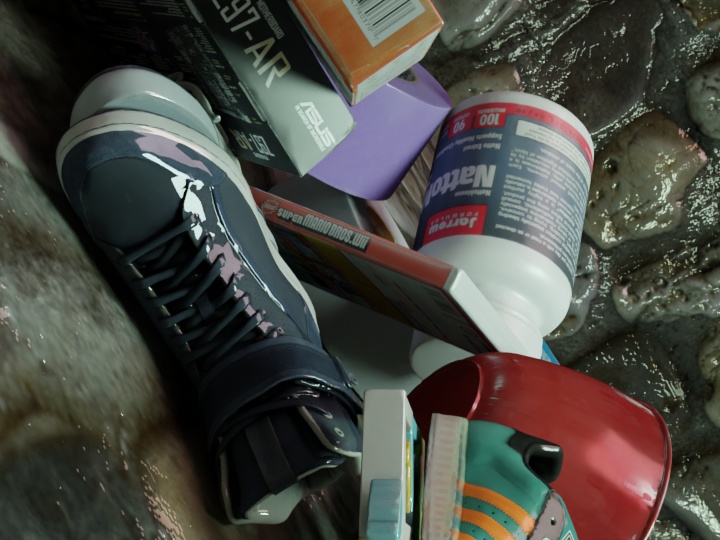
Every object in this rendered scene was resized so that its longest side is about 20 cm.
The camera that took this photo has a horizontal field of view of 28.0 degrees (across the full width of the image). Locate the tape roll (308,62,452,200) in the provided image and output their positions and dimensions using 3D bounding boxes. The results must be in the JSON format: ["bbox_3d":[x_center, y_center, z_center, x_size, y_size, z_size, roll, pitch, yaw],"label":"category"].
[{"bbox_3d":[-0.035,-0.145,1.065,0.199,0.085,0.200,32,16,-10],"label":"tape roll"}]

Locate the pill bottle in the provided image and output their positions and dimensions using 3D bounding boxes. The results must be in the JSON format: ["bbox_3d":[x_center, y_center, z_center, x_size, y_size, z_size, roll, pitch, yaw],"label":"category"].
[{"bbox_3d":[0.097,-0.016,1.034,0.120,0.118,0.202,52,43,-45],"label":"pill bottle"}]

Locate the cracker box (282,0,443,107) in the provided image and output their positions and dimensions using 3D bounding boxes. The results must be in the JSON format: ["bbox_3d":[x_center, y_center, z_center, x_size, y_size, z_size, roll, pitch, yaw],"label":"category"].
[{"bbox_3d":[-0.019,-0.160,0.750,0.135,0.057,0.200,57,1,-4],"label":"cracker box"}]

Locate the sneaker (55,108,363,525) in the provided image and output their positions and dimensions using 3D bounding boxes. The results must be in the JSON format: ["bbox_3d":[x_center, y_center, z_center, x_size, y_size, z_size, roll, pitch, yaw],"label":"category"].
[{"bbox_3d":[-0.065,0.028,0.673,0.203,0.076,0.147,51,15,-40],"label":"sneaker"}]

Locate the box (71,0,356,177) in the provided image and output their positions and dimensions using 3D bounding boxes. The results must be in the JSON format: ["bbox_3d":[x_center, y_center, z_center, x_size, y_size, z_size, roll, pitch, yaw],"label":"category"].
[{"bbox_3d":[-0.101,-0.139,0.794,0.161,0.043,0.199,57,-17,-26],"label":"box"}]

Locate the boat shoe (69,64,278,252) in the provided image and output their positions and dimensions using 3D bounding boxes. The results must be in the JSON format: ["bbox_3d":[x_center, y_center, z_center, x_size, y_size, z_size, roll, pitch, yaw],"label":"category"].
[{"bbox_3d":[-0.100,-0.066,0.757,0.087,0.074,0.202,66,7,27],"label":"boat shoe"}]

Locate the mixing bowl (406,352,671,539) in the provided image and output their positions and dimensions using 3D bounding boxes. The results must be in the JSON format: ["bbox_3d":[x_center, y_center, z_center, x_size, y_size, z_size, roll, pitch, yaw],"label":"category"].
[{"bbox_3d":[0.073,0.123,0.856,0.108,0.200,0.201,42,15,-16],"label":"mixing bowl"}]

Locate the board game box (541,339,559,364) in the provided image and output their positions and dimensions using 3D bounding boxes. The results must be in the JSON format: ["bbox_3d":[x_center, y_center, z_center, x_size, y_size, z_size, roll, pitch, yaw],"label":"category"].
[{"bbox_3d":[0.116,0.153,1.103,0.148,0.063,0.203,47,40,-62],"label":"board game box"}]

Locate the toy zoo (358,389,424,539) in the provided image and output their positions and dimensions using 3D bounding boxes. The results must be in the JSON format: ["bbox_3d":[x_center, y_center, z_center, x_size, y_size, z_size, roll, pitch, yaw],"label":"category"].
[{"bbox_3d":[0.015,0.133,0.688,0.200,0.020,0.133,68,23,-76],"label":"toy zoo"}]

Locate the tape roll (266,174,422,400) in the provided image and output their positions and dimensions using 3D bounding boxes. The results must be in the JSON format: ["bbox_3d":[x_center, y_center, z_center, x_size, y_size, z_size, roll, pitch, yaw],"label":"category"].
[{"bbox_3d":[0.003,0.010,1.122,0.202,0.066,0.201,60,10,-18],"label":"tape roll"}]

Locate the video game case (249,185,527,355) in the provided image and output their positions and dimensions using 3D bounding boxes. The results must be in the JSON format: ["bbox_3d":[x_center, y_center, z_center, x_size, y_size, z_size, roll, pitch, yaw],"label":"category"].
[{"bbox_3d":[0.000,0.000,0.911,0.198,0.018,0.143,22,-12,29],"label":"video game case"}]

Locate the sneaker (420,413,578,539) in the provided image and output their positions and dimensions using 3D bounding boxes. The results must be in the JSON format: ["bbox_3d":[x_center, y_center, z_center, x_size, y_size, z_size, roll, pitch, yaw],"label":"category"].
[{"bbox_3d":[0.067,0.143,0.691,0.201,0.079,0.072,-83,175,-53],"label":"sneaker"}]
